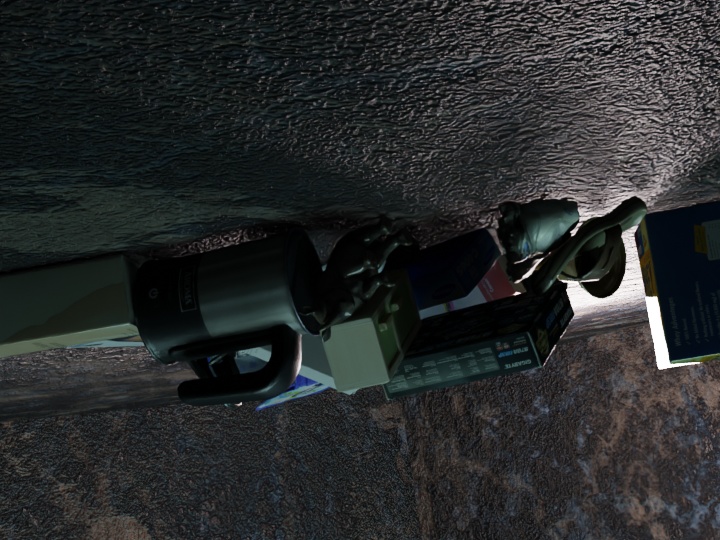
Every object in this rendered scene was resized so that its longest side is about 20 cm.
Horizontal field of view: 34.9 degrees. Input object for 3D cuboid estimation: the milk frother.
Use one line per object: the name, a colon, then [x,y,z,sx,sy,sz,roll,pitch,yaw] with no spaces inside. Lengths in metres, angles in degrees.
milk frother: [-0.124,0.061,1.289,0.185,0.184,0.200,-11,176,18]

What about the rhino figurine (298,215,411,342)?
rhino figurine: [-0.011,0.013,1.221,0.087,0.060,0.201,-26,-161,29]

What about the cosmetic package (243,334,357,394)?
cosmetic package: [-0.084,0.090,1.525,0.197,0.086,0.108,21,167,-6]

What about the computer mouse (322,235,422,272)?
computer mouse: [0.000,0.000,1.452,0.108,0.045,0.200,-8,171,-16]

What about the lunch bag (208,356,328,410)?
lunch bag: [-0.113,0.135,1.728,0.198,0.130,0.169,9,-168,38]

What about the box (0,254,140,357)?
box: [-0.342,0.042,1.259,0.196,0.079,0.095,-10,171,3]

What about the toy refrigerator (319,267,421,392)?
toy refrigerator: [0.018,0.063,1.312,0.069,0.077,0.200,-13,-169,17]

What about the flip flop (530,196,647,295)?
flip flop: [0.277,-0.023,1.342,0.199,0.058,0.081,-29,167,-35]

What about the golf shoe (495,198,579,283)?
golf shoe: [0.213,-0.037,1.354,0.096,0.080,0.200,-15,172,1]

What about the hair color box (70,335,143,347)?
hair color box: [-0.320,0.057,1.426,0.110,0.065,0.199,-17,169,35]

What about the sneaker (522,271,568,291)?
sneaker: [0.216,0.021,1.757,0.196,0.071,0.090,-7,-177,-2]

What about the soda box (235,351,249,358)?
soda box: [-0.100,0.072,1.652,0.197,0.064,0.071,-4,-149,-28]

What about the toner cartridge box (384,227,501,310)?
toner cartridge box: [0.079,0.011,1.464,0.199,0.043,0.095,-20,-158,49]

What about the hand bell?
hand bell: [0.248,-0.013,1.543,0.103,0.106,0.199,-2,179,-37]

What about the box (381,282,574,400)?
box: [0.136,0.081,1.335,0.197,0.047,0.159,-16,-168,28]

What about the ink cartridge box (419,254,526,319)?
ink cartridge box: [0.118,0.058,1.530,0.199,0.068,0.116,-34,169,12]

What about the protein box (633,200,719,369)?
protein box: [0.488,0.015,1.537,0.197,0.202,0.135,-10,171,7]
